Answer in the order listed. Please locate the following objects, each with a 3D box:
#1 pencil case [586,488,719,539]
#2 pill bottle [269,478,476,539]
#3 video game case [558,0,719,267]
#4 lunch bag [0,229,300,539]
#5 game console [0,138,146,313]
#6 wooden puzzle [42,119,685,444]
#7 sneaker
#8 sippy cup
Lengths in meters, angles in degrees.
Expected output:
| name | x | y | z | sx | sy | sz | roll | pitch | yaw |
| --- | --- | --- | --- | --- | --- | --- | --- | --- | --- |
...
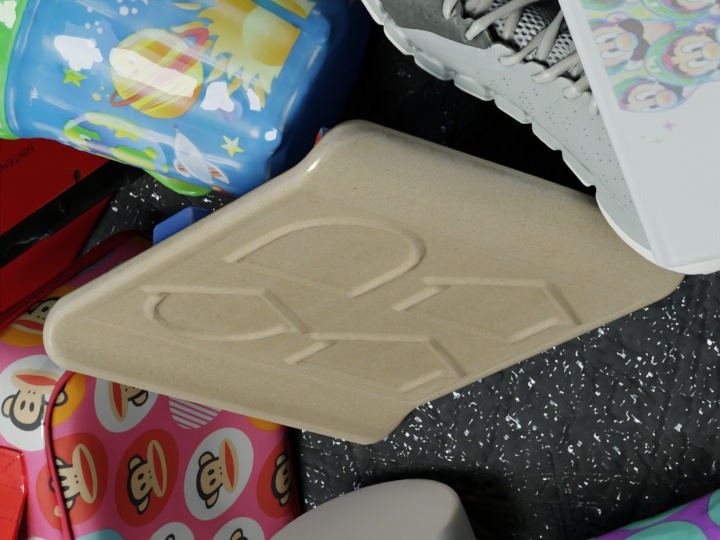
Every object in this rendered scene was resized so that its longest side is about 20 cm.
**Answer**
| name | x | y | z | sx | sy | sz | roll | pitch | yaw |
| --- | --- | --- | --- | --- | --- | --- | --- | --- | --- |
| pencil case | 0.119 | 0.134 | 1.146 | 0.200 | 0.092 | 0.085 | -25 | 70 | 22 |
| pill bottle | 0.032 | 0.200 | 1.279 | 0.114 | 0.114 | 0.200 | -5 | 113 | 40 |
| video game case | 0.158 | -0.090 | 0.940 | 0.182 | 0.024 | 0.200 | -12 | 134 | 14 |
| lunch bag | -0.107 | 0.099 | 1.281 | 0.082 | 0.176 | 0.200 | 13 | 124 | 32 |
| game console | -0.196 | -0.024 | 1.255 | 0.119 | 0.200 | 0.173 | -12 | 109 | 41 |
| wooden puzzle | 0.000 | 0.000 | 1.166 | 0.200 | 0.185 | 0.046 | -32 | 53 | 43 |
| sneaker | 0.082 | -0.086 | 1.058 | 0.200 | 0.075 | 0.115 | 41 | 167 | -2 |
| sippy cup | -0.070 | -0.094 | 1.169 | 0.130 | 0.178 | 0.140 | 25 | 99 | 10 |
